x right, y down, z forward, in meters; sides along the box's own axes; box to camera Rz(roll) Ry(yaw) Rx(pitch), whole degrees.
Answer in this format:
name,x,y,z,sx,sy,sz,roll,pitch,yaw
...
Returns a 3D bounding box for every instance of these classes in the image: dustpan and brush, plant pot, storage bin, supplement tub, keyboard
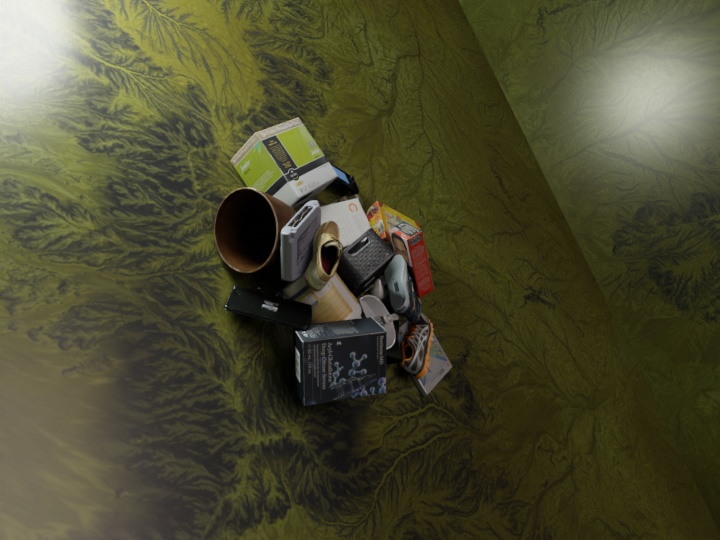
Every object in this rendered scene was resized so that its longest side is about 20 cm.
name,x,y,z,sx,sy,sz,roll,pitch,yaw
dustpan and brush,0.064,0.128,1.429,0.200,0.056,0.142,23,43,-78
plant pot,-0.217,-0.094,1.331,0.199,0.185,0.190,-5,68,-63
storage bin,-0.003,-0.005,1.434,0.135,0.200,0.094,-40,82,-21
supplement tub,-0.086,0.088,1.358,0.201,0.144,0.145,52,39,-7
keyboard,-0.205,0.087,1.263,0.195,0.040,0.105,15,40,-1

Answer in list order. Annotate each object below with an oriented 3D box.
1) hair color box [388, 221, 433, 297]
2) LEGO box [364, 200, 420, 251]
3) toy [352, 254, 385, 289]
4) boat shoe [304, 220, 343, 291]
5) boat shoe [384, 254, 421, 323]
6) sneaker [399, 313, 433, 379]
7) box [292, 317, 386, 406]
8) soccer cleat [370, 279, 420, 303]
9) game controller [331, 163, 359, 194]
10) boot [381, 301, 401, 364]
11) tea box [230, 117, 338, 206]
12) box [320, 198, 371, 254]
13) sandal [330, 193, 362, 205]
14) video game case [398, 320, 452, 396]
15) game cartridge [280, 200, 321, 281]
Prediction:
name,x,y,z,sx,sy,sz,roll,pitch,yaw
hair color box,0.151,-0.032,1.629,0.060,0.101,0.204,-27,121,-19
LEGO box,0.110,-0.107,1.735,0.197,0.077,0.152,23,42,-37
toy,0.000,0.000,1.586,0.198,0.047,0.117,-20,79,-52
boat shoe,-0.073,-0.043,1.288,0.073,0.066,0.203,33,45,-27
boat shoe,0.122,0.054,1.566,0.091,0.070,0.203,43,32,-38
sneaker,0.156,0.203,1.569,0.076,0.078,0.203,26,47,-21
box,-0.048,0.202,1.251,0.195,0.107,0.153,-5,104,-19
soccer cleat,0.110,0.068,1.631,0.197,0.069,0.089,9,82,-43
game controller,-0.086,-0.297,1.673,0.197,0.042,0.105,26,18,-34
boot,0.034,0.154,1.494,0.209,0.078,0.162,29,53,-46
tea box,-0.201,-0.273,1.478,0.199,0.133,0.200,56,38,-4
box,-0.079,-0.102,1.494,0.197,0.097,0.127,-17,78,-36
sandal,-0.042,-0.189,1.655,0.080,0.057,0.202,49,39,-10
video game case,0.182,0.242,1.646,0.181,0.022,0.203,-29,88,-52
game cartridge,-0.138,-0.065,1.287,0.201,0.040,0.136,-60,154,-59
